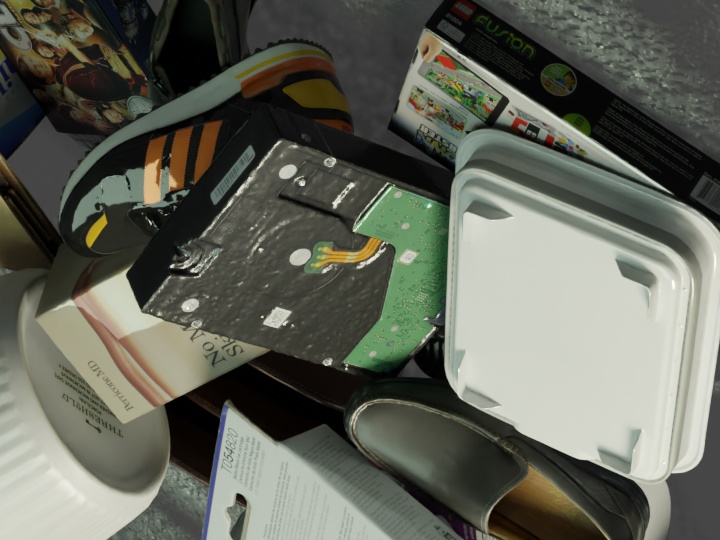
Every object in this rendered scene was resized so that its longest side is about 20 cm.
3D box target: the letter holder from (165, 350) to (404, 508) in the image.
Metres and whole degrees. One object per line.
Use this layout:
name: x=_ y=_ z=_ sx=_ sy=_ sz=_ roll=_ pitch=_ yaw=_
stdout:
letter holder: x=-0.087 y=0.059 z=1.641 sx=0.199 sy=0.142 sz=0.101 roll=33 pitch=152 yaw=9

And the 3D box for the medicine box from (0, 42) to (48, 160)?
medicine box: x=-0.329 y=-0.163 z=1.632 sx=0.181 sy=0.103 sz=0.200 roll=2 pitch=136 yaw=47

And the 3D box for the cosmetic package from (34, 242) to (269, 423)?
cosmetic package: x=-0.093 y=0.000 z=1.519 sx=0.199 sy=0.088 sz=0.104 roll=-28 pitch=116 yaw=24

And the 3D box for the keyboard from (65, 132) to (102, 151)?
keyboard: x=-0.124 y=-0.081 z=1.599 sx=0.199 sy=0.011 sz=0.056 roll=6 pitch=158 yaw=45

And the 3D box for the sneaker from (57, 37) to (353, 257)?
sneaker: x=-0.091 y=-0.050 z=1.413 sx=0.070 sy=0.199 sz=0.090 roll=36 pitch=-153 yaw=-53

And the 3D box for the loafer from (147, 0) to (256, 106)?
loafer: x=-0.099 y=-0.126 z=1.438 sx=0.071 sy=0.063 sz=0.201 roll=21 pitch=143 yaw=7

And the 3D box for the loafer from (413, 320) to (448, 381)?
loafer: x=0.121 y=0.030 z=1.450 sx=0.199 sy=0.071 sz=0.074 roll=5 pitch=109 yaw=38

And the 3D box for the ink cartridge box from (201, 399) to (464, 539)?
ink cartridge box: x=-0.013 y=0.191 z=1.521 sx=0.200 sy=0.041 sz=0.200 roll=38 pitch=142 yaw=21

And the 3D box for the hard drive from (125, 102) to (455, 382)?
hard drive: x=-0.018 y=-0.012 z=1.391 sx=0.199 sy=0.140 sz=0.038 roll=17 pitch=-147 yaw=-40

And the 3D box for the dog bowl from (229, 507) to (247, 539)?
dog bowl: x=0.009 y=0.193 z=1.689 sx=0.199 sy=0.200 sz=0.059 roll=28 pitch=125 yaw=17

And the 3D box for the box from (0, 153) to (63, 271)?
box: x=-0.299 y=-0.066 z=1.609 sx=0.199 sy=0.021 sz=0.164 roll=11 pitch=147 yaw=38

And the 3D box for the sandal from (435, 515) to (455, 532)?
sandal: x=0.055 y=0.226 z=1.555 sx=0.079 sy=0.059 sz=0.207 roll=55 pitch=171 yaw=38

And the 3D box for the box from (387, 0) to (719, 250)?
box: x=0.114 y=-0.063 z=1.341 sx=0.199 sy=0.035 sz=0.110 roll=34 pitch=152 yaw=7

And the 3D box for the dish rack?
dish rack: x=0.116 y=0.030 z=1.351 sx=0.171 sy=0.044 sz=0.201 roll=23 pitch=137 yaw=23

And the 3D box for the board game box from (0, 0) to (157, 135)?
board game box: x=-0.193 y=-0.170 z=1.537 sx=0.135 sy=0.035 sz=0.201 roll=6 pitch=139 yaw=45

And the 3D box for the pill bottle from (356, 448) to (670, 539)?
pill bottle: x=0.099 y=0.144 z=1.583 sx=0.199 sy=0.113 sz=0.113 roll=13 pitch=144 yaw=38

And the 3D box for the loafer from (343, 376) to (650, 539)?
loafer: x=0.081 y=0.124 z=1.447 sx=0.199 sy=0.072 sz=0.073 roll=22 pitch=111 yaw=-1

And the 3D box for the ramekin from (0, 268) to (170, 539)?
ramekin: x=-0.206 y=0.091 z=1.558 sx=0.094 sy=0.203 sz=0.203 roll=-27 pitch=117 yaw=22
